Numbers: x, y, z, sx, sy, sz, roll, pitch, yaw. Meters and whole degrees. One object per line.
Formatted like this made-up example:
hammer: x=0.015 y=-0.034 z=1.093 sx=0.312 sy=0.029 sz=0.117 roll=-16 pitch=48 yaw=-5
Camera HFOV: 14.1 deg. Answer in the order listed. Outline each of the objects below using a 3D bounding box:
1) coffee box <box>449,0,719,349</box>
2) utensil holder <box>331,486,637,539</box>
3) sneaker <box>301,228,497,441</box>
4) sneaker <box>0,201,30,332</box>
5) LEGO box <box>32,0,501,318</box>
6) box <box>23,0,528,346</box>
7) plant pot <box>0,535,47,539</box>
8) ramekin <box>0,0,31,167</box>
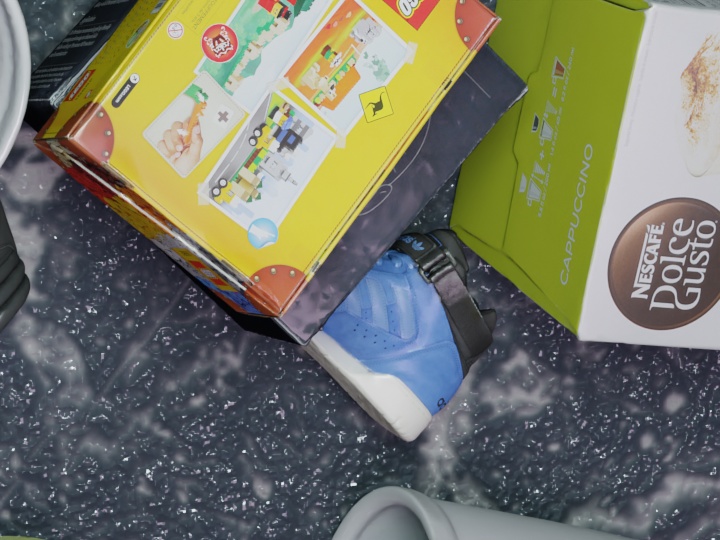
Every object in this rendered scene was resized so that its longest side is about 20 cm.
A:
coffee box: x=0.192 y=-0.077 z=1.724 sx=0.197 sy=0.200 sz=0.200 roll=5 pitch=108 yaw=-22
utensil holder: x=0.092 y=0.234 z=1.825 sx=0.199 sy=0.170 sz=0.171 roll=12 pitch=105 yaw=-26
sneaker: x=0.000 y=0.000 z=1.752 sx=0.111 sy=0.077 sz=0.200 roll=-48 pitch=111 yaw=-8
sneaker: x=-0.274 y=0.029 z=1.655 sx=0.200 sy=0.071 sz=0.099 roll=-35 pitch=114 yaw=-11
LEGO box: x=-0.048 y=-0.100 z=1.521 sx=0.149 sy=0.077 sz=0.200 roll=40 pitch=79 yaw=-17
box: x=-0.052 y=-0.098 z=1.624 sx=0.200 sy=0.124 sz=0.197 roll=45 pitch=80 yaw=-16
plant pot: x=-0.205 y=0.294 z=1.737 sx=0.200 sy=0.200 sz=0.190 roll=-31 pitch=131 yaw=-8
ramekin: x=-0.286 y=-0.118 z=1.575 sx=0.199 sy=0.105 sz=0.201 roll=-8 pitch=113 yaw=-19
